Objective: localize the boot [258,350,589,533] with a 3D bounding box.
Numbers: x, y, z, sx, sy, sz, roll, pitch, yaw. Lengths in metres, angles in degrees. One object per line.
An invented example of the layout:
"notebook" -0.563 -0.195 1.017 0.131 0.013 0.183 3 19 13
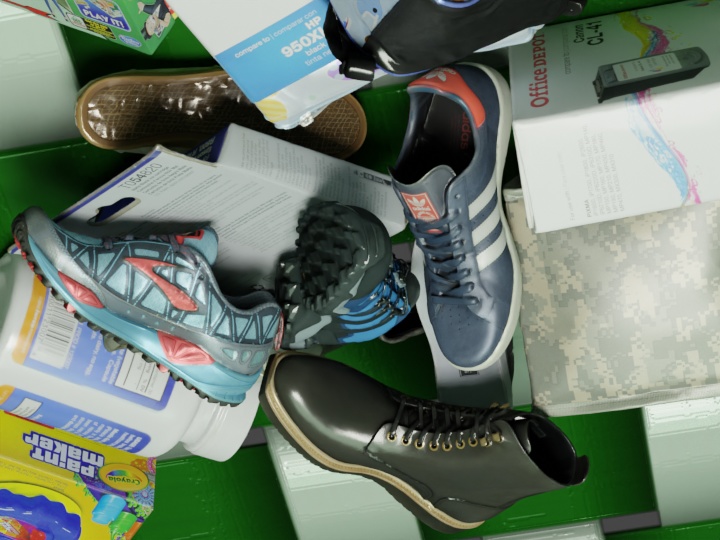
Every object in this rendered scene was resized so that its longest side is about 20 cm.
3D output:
"boot" 0.045 0.099 1.703 0.199 0.078 0.138 29 149 -27

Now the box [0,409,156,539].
"box" -0.279 0.155 1.886 0.199 0.123 0.193 20 131 -20

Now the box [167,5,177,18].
"box" -0.185 -0.226 1.566 0.199 0.050 0.075 33 125 -30

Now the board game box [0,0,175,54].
"board game box" -0.213 -0.201 1.469 0.199 0.029 0.135 21 157 28

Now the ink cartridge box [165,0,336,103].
"ink cartridge box" -0.087 -0.224 1.506 0.084 0.145 0.200 -26 130 21

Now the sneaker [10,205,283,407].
"sneaker" -0.137 0.002 1.667 0.199 0.079 0.096 34 94 -25

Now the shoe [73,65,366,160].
"shoe" -0.094 -0.105 1.692 0.198 0.053 0.071 4 94 -15

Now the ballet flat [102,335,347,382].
"ballet flat" -0.087 0.048 1.765 0.198 0.064 0.067 9 156 -21

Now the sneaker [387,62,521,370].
"sneaker" 0.054 -0.033 1.645 0.074 0.202 0.084 -2 -177 34

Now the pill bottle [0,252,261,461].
"pill bottle" -0.175 0.067 1.811 0.199 0.113 0.112 21 130 -22

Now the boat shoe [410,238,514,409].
"boat shoe" 0.074 0.026 1.757 0.068 0.057 0.202 -1 118 8

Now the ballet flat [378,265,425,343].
"ballet flat" 0.103 0.014 1.807 0.198 0.057 0.067 -14 134 12

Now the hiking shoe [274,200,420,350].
"hiking shoe" 0.000 0.000 1.661 0.086 0.075 0.200 -2 168 -14

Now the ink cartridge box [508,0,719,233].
"ink cartridge box" 0.198 -0.106 1.623 0.198 0.148 0.086 -9 118 7

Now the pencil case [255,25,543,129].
"pencil case" 0.016 -0.161 1.608 0.199 0.091 0.083 -20 161 14

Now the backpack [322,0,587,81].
"backpack" 0.038 -0.227 1.450 0.199 0.191 0.154 -22 157 -44

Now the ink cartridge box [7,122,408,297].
"ink cartridge box" -0.104 -0.037 1.699 0.199 0.041 0.199 17 152 -34

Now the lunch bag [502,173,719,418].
"lunch bag" 0.207 0.000 1.704 0.198 0.118 0.165 -5 102 16
